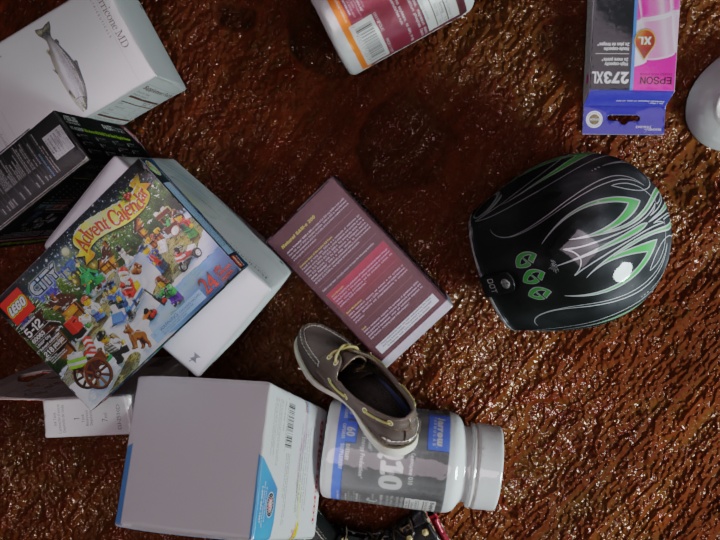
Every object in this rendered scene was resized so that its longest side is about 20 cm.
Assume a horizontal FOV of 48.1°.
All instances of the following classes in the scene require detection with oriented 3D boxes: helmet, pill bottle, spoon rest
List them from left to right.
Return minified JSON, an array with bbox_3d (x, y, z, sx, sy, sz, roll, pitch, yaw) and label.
[{"bbox_3d":[0.050,-0.306,0.858,0.199,0.114,0.115,-28,95,6],"label":"pill bottle"},{"bbox_3d":[0.058,0.214,0.925,0.198,0.114,0.115,6,98,3],"label":"pill bottle"},{"bbox_3d":[0.229,-0.032,0.855,0.190,0.200,0.201,-21,96,23],"label":"helmet"},{"bbox_3d":[0.435,-0.226,0.881,0.099,0.061,0.201,26,111,1],"label":"spoon rest"}]

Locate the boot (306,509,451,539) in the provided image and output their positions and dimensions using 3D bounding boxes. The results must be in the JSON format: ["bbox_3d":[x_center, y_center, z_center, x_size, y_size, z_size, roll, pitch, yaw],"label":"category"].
[{"bbox_3d":[0.018,0.323,0.962,0.150,0.073,0.201,-32,98,8],"label":"boot"}]

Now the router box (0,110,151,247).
[{"bbox_3d":[-0.323,-0.094,0.865,0.150,0.200,0.062,-37,91,7],"label":"router box"}]

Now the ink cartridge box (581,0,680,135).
[{"bbox_3d":[0.299,-0.252,0.891,0.094,0.037,0.202,1,99,4],"label":"ink cartridge box"}]

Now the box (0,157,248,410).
[{"bbox_3d":[-0.223,0.013,0.753,0.200,0.038,0.137,-43,93,8],"label":"box"}]

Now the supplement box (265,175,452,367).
[{"bbox_3d":[0.000,0.000,0.928,0.109,0.061,0.200,-42,94,7],"label":"supplement box"}]

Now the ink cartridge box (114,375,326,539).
[{"bbox_3d":[-0.135,0.202,0.851,0.145,0.200,0.148,1,73,14],"label":"ink cartridge box"}]

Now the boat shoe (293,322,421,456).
[{"bbox_3d":[-0.006,0.117,0.896,0.072,0.200,0.060,-24,140,-27],"label":"boat shoe"}]

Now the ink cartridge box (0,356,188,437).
[{"bbox_3d":[-0.303,0.135,0.894,0.175,0.200,0.045,-2,95,5],"label":"ink cartridge box"}]

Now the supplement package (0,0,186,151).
[{"bbox_3d":[-0.317,-0.210,0.892,0.199,0.117,0.117,-29,94,6],"label":"supplement package"}]

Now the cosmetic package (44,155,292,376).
[{"bbox_3d":[-0.190,-0.015,0.868,0.199,0.200,0.123,40,98,-3],"label":"cosmetic package"}]
